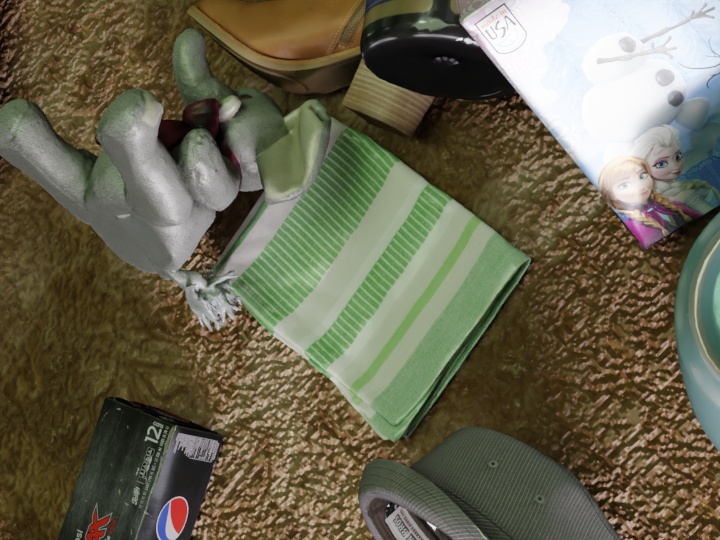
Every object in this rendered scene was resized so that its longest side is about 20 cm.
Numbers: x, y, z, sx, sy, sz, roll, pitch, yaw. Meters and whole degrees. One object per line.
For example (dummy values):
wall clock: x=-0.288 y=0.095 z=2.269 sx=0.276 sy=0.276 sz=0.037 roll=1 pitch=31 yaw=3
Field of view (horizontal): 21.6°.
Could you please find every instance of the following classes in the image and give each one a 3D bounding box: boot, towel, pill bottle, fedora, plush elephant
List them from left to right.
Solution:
plush elephant: x=-0.110 y=-0.083 z=1.265 sx=0.164 sy=0.200 sz=0.155 roll=-6 pitch=41 yaw=50
boot: x=-0.011 y=-0.194 z=1.290 sx=0.199 sy=0.077 sz=0.156 roll=24 pitch=88 yaw=30
towel: x=0.000 y=0.000 z=1.273 sx=0.200 sy=0.023 sz=0.153 roll=39 pitch=99 yaw=32
pill bottle: x=0.066 y=-0.219 z=1.189 sx=0.111 sy=0.112 sz=0.202 roll=0 pitch=74 yaw=31
fedora: x=0.093 y=0.166 z=1.122 sx=0.090 sy=0.178 sz=0.199 roll=-42 pitch=57 yaw=-19

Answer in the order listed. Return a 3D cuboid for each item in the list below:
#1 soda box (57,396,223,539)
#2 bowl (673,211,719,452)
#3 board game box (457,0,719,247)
soda box: x=-0.166 y=0.194 z=1.304 sx=0.070 sy=0.063 sz=0.202 roll=18 pitch=88 yaw=33
bowl: x=0.257 y=0.027 z=1.067 sx=0.199 sy=0.105 sz=0.203 roll=-7 pitch=76 yaw=29
board game box: x=0.192 y=-0.138 z=1.089 sx=0.199 sy=0.199 sz=0.044 roll=-33 pitch=29 yaw=20
